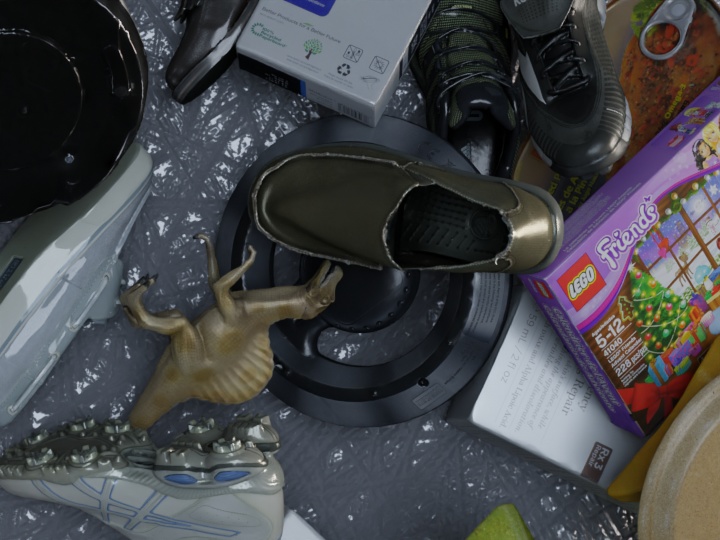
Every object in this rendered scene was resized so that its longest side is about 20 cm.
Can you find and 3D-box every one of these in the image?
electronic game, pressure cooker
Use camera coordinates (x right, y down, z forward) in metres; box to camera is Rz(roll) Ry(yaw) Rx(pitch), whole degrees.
[{"bbox_3d":[0.000,0.000,1.266,0.200,0.042,0.200,1,93,20],"label":"electronic game"},{"bbox_3d":[-0.229,-0.143,1.188,0.178,0.200,0.176,-27,125,-2],"label":"pressure cooker"}]

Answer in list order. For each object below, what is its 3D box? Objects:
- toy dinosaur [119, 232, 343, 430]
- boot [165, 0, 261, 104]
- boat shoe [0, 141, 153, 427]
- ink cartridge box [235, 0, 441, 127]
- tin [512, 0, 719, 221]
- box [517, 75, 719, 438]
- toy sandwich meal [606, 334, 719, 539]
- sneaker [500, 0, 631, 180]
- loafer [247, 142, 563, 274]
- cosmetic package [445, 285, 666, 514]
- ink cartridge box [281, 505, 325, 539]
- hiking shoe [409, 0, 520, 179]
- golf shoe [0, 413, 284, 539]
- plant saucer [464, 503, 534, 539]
[{"bbox_3d":[-0.106,0.046,1.236,0.200,0.058,0.101,-38,97,10],"label":"toy dinosaur"},{"bbox_3d":[-0.132,-0.225,1.283,0.174,0.069,0.200,27,78,-4],"label":"boot"},{"bbox_3d":[-0.189,0.010,1.258,0.072,0.070,0.201,45,74,-30],"label":"boat shoe"},{"bbox_3d":[0.008,-0.197,1.266,0.099,0.039,0.200,25,73,10],"label":"ink cartridge box"},{"bbox_3d":[0.175,-0.096,1.317,0.112,0.042,0.200,25,81,30],"label":"tin"},{"bbox_3d":[0.206,-0.011,1.258,0.200,0.039,0.137,-43,116,-15],"label":"box"},{"bbox_3d":[0.244,0.125,1.257,0.205,0.070,0.206,-10,112,-26],"label":"toy sandwich meal"},{"bbox_3d":[0.124,-0.143,1.262,0.066,0.200,0.091,-18,132,16],"label":"sneaker"},{"bbox_3d":[0.020,-0.037,1.197,0.200,0.070,0.075,5,95,20],"label":"loafer"},{"bbox_3d":[0.168,0.097,1.318,0.200,0.074,0.102,25,82,-8],"label":"cosmetic package"},{"bbox_3d":[-0.064,0.265,1.256,0.145,0.085,0.200,43,79,-7],"label":"ink cartridge box"},{"bbox_3d":[0.076,-0.121,1.294,0.076,0.101,0.200,-5,89,-14],"label":"hiking shoe"},{"bbox_3d":[-0.138,0.143,1.221,0.200,0.078,0.097,-1,110,28],"label":"golf shoe"},{"bbox_3d":[0.070,0.273,1.237,0.200,0.048,0.200,-45,137,-14],"label":"plant saucer"}]
